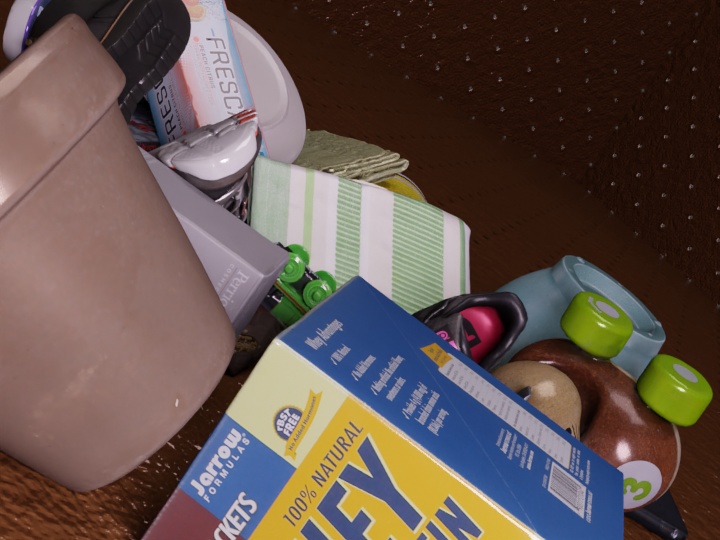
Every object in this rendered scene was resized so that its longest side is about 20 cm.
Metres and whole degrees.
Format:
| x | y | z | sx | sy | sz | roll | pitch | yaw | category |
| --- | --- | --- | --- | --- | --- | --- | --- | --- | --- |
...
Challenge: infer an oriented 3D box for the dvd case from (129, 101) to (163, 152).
| x | y | z | sx | sy | sz | roll | pitch | yaw | category |
| --- | --- | --- | --- | --- | --- | --- | --- | --- | --- |
| -0.220 | -0.131 | 1.151 | 0.145 | 0.022 | 0.199 | 26 | 17 | 21 | dvd case |

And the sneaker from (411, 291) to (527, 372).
| x | y | z | sx | sy | sz | roll | pitch | yaw | category |
| --- | --- | --- | --- | --- | --- | --- | --- | --- | --- |
| 0.037 | 0.061 | 0.929 | 0.199 | 0.084 | 0.077 | -31 | 87 | -31 | sneaker |

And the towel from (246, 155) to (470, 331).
| x | y | z | sx | sy | sz | roll | pitch | yaw | category |
| --- | --- | --- | --- | --- | --- | --- | --- | --- | --- |
| 0.000 | 0.000 | 1.063 | 0.198 | 0.023 | 0.154 | 13 | 63 | -22 | towel |

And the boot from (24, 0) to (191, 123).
| x | y | z | sx | sy | sz | roll | pitch | yaw | category |
| --- | --- | --- | --- | --- | --- | --- | --- | --- | --- |
| -0.240 | -0.148 | 1.045 | 0.137 | 0.200 | 0.078 | 15 | -40 | 38 | boot |

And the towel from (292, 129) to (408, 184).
| x | y | z | sx | sy | sz | roll | pitch | yaw | category |
| --- | --- | --- | --- | --- | --- | --- | --- | --- | --- |
| -0.066 | -0.102 | 1.286 | 0.147 | 0.037 | 0.199 | -17 | 25 | -39 | towel |

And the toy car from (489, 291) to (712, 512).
| x | y | z | sx | sy | sz | roll | pitch | yaw | category |
| --- | --- | --- | --- | --- | --- | --- | --- | --- | --- |
| 0.140 | 0.124 | 0.990 | 0.158 | 0.165 | 0.199 | 41 | 24 | 26 | toy car |

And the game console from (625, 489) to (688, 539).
| x | y | z | sx | sy | sz | roll | pitch | yaw | category |
| --- | --- | --- | --- | --- | --- | --- | --- | --- | --- |
| 0.217 | 0.169 | 1.276 | 0.199 | 0.031 | 0.177 | 32 | 13 | -13 | game console |

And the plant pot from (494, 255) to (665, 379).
| x | y | z | sx | sy | sz | roll | pitch | yaw | category |
| --- | --- | --- | --- | --- | --- | --- | --- | --- | --- |
| 0.193 | 0.074 | 1.216 | 0.199 | 0.135 | 0.201 | 31 | 21 | -13 | plant pot |

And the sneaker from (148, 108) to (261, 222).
| x | y | z | sx | sy | sz | roll | pitch | yaw | category |
| --- | --- | --- | --- | --- | --- | --- | --- | --- | --- |
| -0.100 | -0.062 | 0.951 | 0.083 | 0.076 | 0.200 | 67 | -11 | -10 | sneaker |

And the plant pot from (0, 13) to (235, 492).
| x | y | z | sx | sy | sz | roll | pitch | yaw | category |
| --- | --- | --- | --- | --- | --- | --- | --- | --- | --- |
| -0.156 | 0.007 | 0.642 | 0.175 | 0.200 | 0.201 | 49 | 9 | -18 | plant pot |

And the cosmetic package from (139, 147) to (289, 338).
| x | y | z | sx | sy | sz | roll | pitch | yaw | category |
| --- | --- | --- | --- | --- | --- | --- | --- | --- | --- |
| -0.156 | -0.019 | 0.844 | 0.199 | 0.107 | 0.090 | 34 | 13 | 5 | cosmetic package |

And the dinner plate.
| x | y | z | sx | sy | sz | roll | pitch | yaw | category |
| --- | --- | --- | --- | --- | --- | --- | --- | --- | --- |
| -0.124 | -0.177 | 1.203 | 0.199 | 0.024 | 0.202 | 27 | 43 | -28 | dinner plate |

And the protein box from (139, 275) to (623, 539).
| x | y | z | sx | sy | sz | roll | pitch | yaw | category |
| --- | --- | --- | --- | --- | --- | --- | --- | --- | --- |
| 0.022 | 0.127 | 0.709 | 0.199 | 0.136 | 0.199 | 36 | 14 | 4 | protein box |

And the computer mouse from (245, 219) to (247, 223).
| x | y | z | sx | sy | sz | roll | pitch | yaw | category |
| --- | --- | --- | --- | --- | --- | --- | --- | --- | --- |
| -0.136 | -0.061 | 1.186 | 0.198 | 0.046 | 0.141 | 23 | 15 | -20 | computer mouse |

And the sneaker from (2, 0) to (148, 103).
| x | y | z | sx | sy | sz | roll | pitch | yaw | category |
| --- | --- | --- | --- | --- | --- | --- | --- | --- | --- |
| -0.215 | -0.197 | 1.189 | 0.145 | 0.082 | 0.200 | 18 | 8 | 9 | sneaker |

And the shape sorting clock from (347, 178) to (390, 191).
| x | y | z | sx | sy | sz | roll | pitch | yaw | category |
| --- | --- | --- | --- | --- | --- | --- | --- | --- | --- |
| 0.008 | 0.009 | 1.100 | 0.198 | 0.039 | 0.202 | 18 | 50 | -22 | shape sorting clock |

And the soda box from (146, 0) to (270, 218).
| x | y | z | sx | sy | sz | roll | pitch | yaw | category |
| --- | --- | --- | --- | --- | --- | --- | --- | --- | --- |
| -0.133 | -0.141 | 1.102 | 0.063 | 0.068 | 0.202 | -5 | 72 | -37 | soda box |

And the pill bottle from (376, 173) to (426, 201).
| x | y | z | sx | sy | sz | roll | pitch | yaw | category |
| --- | --- | --- | --- | --- | --- | --- | --- | --- | --- |
| 0.016 | -0.025 | 1.270 | 0.112 | 0.113 | 0.200 | 33 | 13 | -8 | pill bottle |

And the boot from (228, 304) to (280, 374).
| x | y | z | sx | sy | sz | roll | pitch | yaw | category |
| --- | --- | --- | --- | --- | --- | --- | --- | --- | --- |
| -0.156 | -0.014 | 0.930 | 0.200 | 0.064 | 0.186 | 48 | 16 | 29 | boot |

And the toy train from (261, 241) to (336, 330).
| x | y | z | sx | sy | sz | roll | pitch | yaw | category |
| --- | --- | --- | --- | --- | --- | --- | --- | --- | --- |
| -0.005 | 0.061 | 0.992 | 0.200 | 0.056 | 0.042 | 44 | 13 | -6 | toy train |
